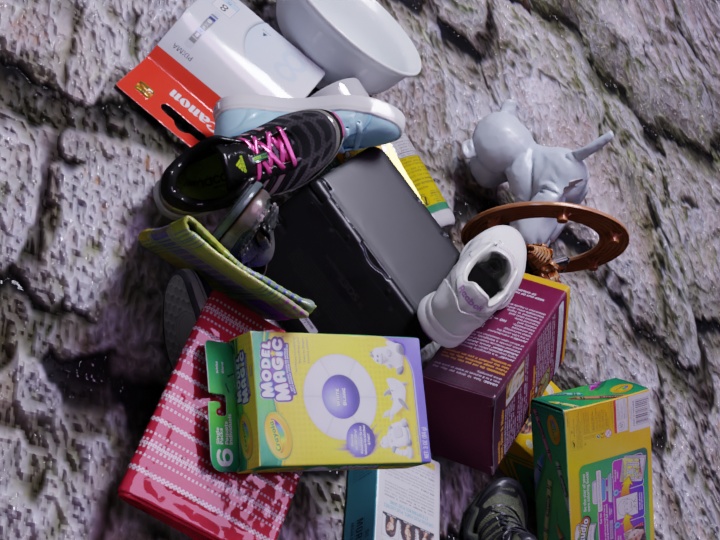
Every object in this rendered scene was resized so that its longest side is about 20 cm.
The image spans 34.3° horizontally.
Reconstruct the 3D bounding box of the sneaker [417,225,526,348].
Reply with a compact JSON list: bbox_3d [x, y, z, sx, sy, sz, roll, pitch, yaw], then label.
[{"bbox_3d":[0.135,0.004,1.178,0.075,0.100,0.200,44,40,-2],"label":"sneaker"}]

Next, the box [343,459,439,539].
[{"bbox_3d":[0.029,0.261,1.099,0.082,0.049,0.200,30,44,-27],"label":"box"}]

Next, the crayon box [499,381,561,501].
[{"bbox_3d":[0.193,0.179,1.328,0.200,0.052,0.126,42,40,-13],"label":"crayon box"}]

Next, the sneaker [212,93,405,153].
[{"bbox_3d":[-0.053,-0.131,1.206,0.200,0.074,0.082,0,66,-1],"label":"sneaker"}]

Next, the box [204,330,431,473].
[{"bbox_3d":[-0.036,0.113,1.003,0.200,0.048,0.118,3,73,-31],"label":"box"}]

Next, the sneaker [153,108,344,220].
[{"bbox_3d":[-0.107,-0.102,1.122,0.087,0.200,0.074,-165,-126,-86],"label":"sneaker"}]

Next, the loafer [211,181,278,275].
[{"bbox_3d":[-0.099,-0.030,1.077,0.063,0.200,0.072,39,76,-4],"label":"loafer"}]

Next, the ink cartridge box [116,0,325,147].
[{"bbox_3d":[-0.146,-0.208,1.263,0.160,0.047,0.200,40,42,-7],"label":"ink cartridge box"}]

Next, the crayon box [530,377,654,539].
[{"bbox_3d":[0.249,0.226,1.245,0.119,0.058,0.200,-9,101,-29],"label":"crayon box"}]

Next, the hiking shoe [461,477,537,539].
[{"bbox_3d":[0.152,0.282,1.167,0.076,0.101,0.200,40,40,-17],"label":"hiking shoe"}]

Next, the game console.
[{"bbox_3d":[0.000,0.000,1.212,0.200,0.176,0.116,53,12,1],"label":"game console"}]

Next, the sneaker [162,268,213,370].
[{"bbox_3d":[-0.092,0.084,1.077,0.146,0.077,0.203,-16,83,-38],"label":"sneaker"}]

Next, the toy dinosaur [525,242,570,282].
[{"bbox_3d":[0.186,0.003,1.380,0.200,0.136,0.102,73,-7,-52],"label":"toy dinosaur"}]

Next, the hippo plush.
[{"bbox_3d":[0.199,-0.118,1.496,0.161,0.200,0.159,35,76,12],"label":"hippo plush"}]

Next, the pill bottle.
[{"bbox_3d":[0.011,-0.111,1.314,0.113,0.113,0.200,-19,77,-50],"label":"pill bottle"}]

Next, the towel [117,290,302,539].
[{"bbox_3d":[-0.107,0.134,0.991,0.145,0.022,0.200,34,59,-21],"label":"towel"}]

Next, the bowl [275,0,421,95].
[{"bbox_3d":[-0.030,-0.275,1.397,0.201,0.090,0.201,34,27,-20],"label":"bowl"}]

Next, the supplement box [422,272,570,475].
[{"bbox_3d":[0.144,0.102,1.236,0.086,0.110,0.200,17,41,25],"label":"supplement box"}]

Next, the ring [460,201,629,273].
[{"bbox_3d":[0.220,-0.032,1.402,0.200,0.200,0.019,21,62,-34],"label":"ring"}]

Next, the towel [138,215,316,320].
[{"bbox_3d":[-0.124,-0.001,1.046,0.144,0.200,0.023,35,78,-15],"label":"towel"}]
